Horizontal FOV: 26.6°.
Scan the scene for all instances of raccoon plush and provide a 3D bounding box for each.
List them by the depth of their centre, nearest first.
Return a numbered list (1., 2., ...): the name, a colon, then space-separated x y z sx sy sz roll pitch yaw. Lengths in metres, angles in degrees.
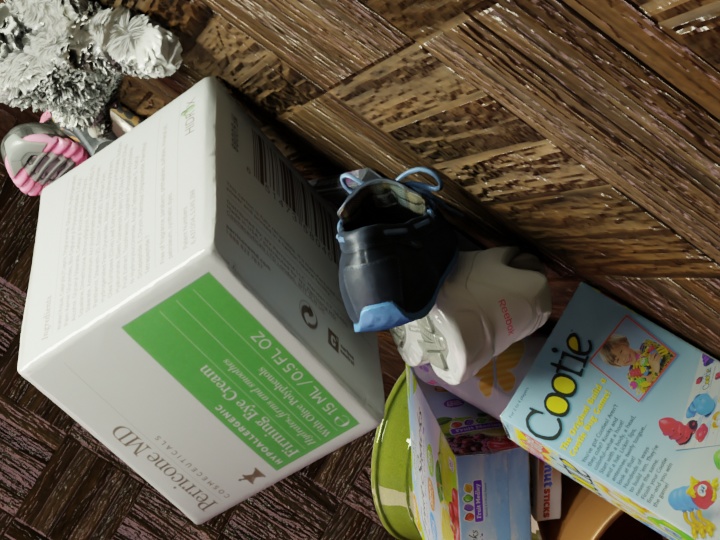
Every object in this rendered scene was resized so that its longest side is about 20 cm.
1. raccoon plush: -0.179 -0.132 1.094 0.199 0.098 0.134 27 179 36

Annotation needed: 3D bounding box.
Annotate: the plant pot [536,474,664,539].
1. plant pot: 0.232 0.216 1.263 0.199 0.201 0.140 37 -173 -31

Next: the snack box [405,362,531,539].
1. snack box: 0.089 0.182 1.285 0.067 0.171 0.200 -7 -160 -7

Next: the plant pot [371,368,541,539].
1. plant pot: 0.145 0.191 1.486 0.191 0.202 0.200 11 161 37

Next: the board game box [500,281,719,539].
1. board game box: 0.201 0.111 0.976 0.199 0.106 0.103 31 173 14

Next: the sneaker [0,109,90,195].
1. sneaker: -0.298 -0.130 1.511 0.096 0.079 0.200 59 -162 13

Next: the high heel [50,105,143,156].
1. high heel: -0.208 -0.115 1.470 0.199 0.072 0.143 31 -168 -45

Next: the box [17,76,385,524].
1. box: -0.109 0.022 1.072 0.199 0.170 0.201 47 -157 -34

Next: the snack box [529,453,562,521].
1. snack box: 0.129 0.127 1.286 0.024 0.073 0.200 -5 -156 -10

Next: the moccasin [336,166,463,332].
1. moccasin: 0.024 -0.026 0.923 0.200 0.079 0.069 -90 -16 -74

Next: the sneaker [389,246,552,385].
1. sneaker: 0.070 0.018 0.995 0.200 0.098 0.079 -141 33 -70

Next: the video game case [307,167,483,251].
1. video game case: 0.033 -0.025 1.142 0.142 0.019 0.200 35 173 -12

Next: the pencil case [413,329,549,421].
1. pencil case: 0.130 0.083 1.186 0.199 0.084 0.090 25 -176 43
